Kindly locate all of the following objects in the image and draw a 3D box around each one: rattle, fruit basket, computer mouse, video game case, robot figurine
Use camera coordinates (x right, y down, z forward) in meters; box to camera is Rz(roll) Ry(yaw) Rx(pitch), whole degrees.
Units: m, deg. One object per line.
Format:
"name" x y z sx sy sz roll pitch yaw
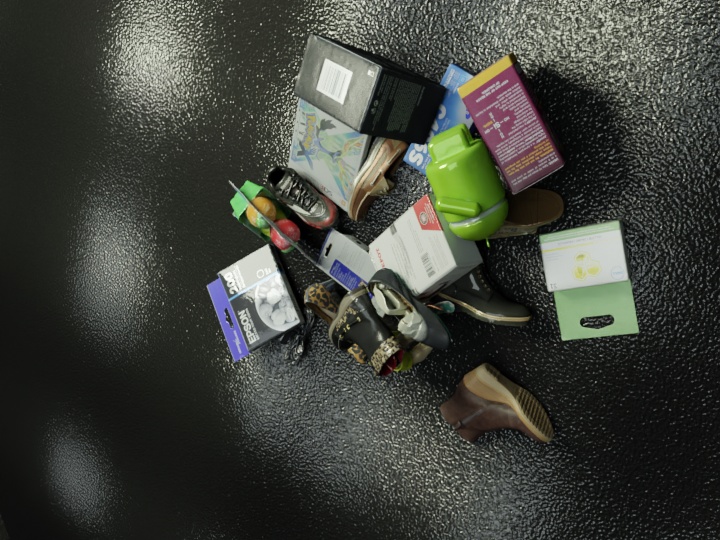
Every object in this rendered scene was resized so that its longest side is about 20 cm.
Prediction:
"rattle" 0.099 0.093 1.288 0.204 0.126 0.145 100 157 -44
"fruit basket" -0.186 -0.091 1.355 0.094 0.185 0.201 -42 61 3
"computer mouse" -0.202 0.128 1.496 0.195 0.053 0.143 20 93 17
"video game case" -0.069 -0.248 1.323 0.181 0.022 0.203 37 137 18
"robot figurine" 0.185 -0.143 1.104 0.113 0.176 0.204 -21 106 20

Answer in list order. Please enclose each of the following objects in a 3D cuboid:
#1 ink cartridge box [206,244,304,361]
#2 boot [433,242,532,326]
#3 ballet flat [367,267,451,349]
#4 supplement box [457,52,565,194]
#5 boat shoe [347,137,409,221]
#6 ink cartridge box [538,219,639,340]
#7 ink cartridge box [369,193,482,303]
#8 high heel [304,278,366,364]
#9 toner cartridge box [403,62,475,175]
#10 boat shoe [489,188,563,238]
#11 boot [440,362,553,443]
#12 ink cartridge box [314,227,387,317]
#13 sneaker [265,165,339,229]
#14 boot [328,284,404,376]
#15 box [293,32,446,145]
"ink cartridge box" -0.250 0.075 1.464 0.196 0.043 0.202 -29 75 11
"boot" 0.240 0.018 1.223 0.195 0.077 0.143 14 102 24
"ballet flat" 0.081 0.078 1.178 0.201 0.072 0.074 48 119 25
"supplement box" 0.261 -0.255 1.094 0.102 0.131 0.203 -28 98 23
"boat shoe" 0.035 -0.183 1.293 0.071 0.075 0.204 33 115 16
"ink cartridge box" 0.409 0.023 1.143 0.142 0.048 0.207 -9 93 29
"ink cartridge box" 0.119 -0.032 1.226 0.199 0.081 0.150 -39 66 46
"high heel" -0.054 0.121 1.361 0.070 0.142 0.205 -23 89 30
"toner cartridge box" 0.167 -0.277 1.217 0.094 0.043 0.204 34 114 17
"boat shoe" 0.281 -0.101 1.188 0.194 0.062 0.076 -7 71 27
"boot" 0.269 0.295 1.276 0.200 0.072 0.168 43 129 13
"ink cartridge box" 0.000 0.000 1.368 0.198 0.039 0.101 37 115 16
"sneaker" -0.130 -0.159 1.361 0.199 0.098 0.071 39 90 21
"boot" 0.011 0.140 1.249 0.152 0.072 0.202 52 147 23
"box" 0.017 -0.331 1.176 0.195 0.197 0.120 37 116 35
